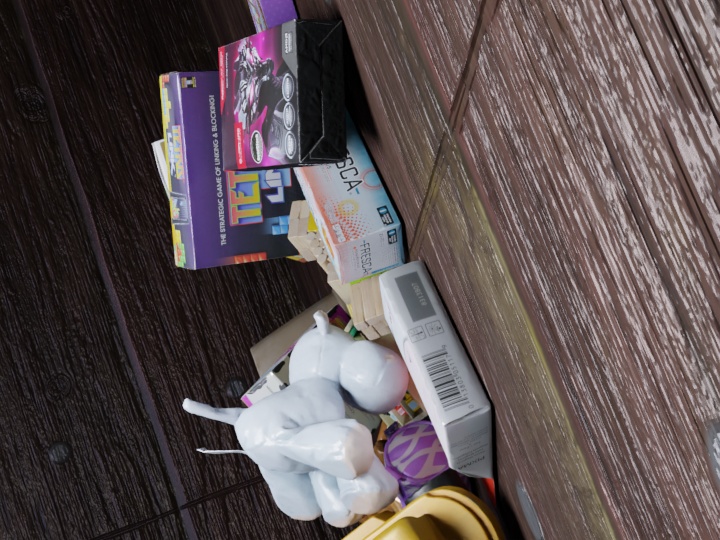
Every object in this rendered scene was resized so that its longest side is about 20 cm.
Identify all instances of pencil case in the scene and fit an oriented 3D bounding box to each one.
[{"bbox_3d":[0.077,0.246,1.241,0.084,0.085,0.200,21,143,38],"label":"pencil case"}]

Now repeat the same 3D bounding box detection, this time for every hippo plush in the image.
[{"bbox_3d":[-0.036,0.142,1.162,0.160,0.199,0.161,82,-152,-47],"label":"hippo plush"}]

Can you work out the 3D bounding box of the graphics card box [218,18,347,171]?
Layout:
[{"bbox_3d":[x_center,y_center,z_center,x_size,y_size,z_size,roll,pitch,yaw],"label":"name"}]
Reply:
[{"bbox_3d":[-0.076,-0.156,1.100,0.200,0.051,0.126,7,99,63],"label":"graphics card box"}]

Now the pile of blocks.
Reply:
[{"bbox_3d":[0.000,-0.005,1.190,0.200,0.082,0.062,51,180,40],"label":"pile of blocks"}]

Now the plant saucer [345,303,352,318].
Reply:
[{"bbox_3d":[0.000,0.000,1.336,0.200,0.048,0.201,80,168,-62],"label":"plant saucer"}]

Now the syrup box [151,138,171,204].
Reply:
[{"bbox_3d":[-0.128,-0.128,1.356,0.079,0.199,0.082,92,157,-72],"label":"syrup box"}]

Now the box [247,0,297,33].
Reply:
[{"bbox_3d":[-0.103,-0.303,1.337,0.137,0.039,0.201,-120,12,-64],"label":"box"}]

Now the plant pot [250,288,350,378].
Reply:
[{"bbox_3d":[-0.050,0.130,1.612,0.200,0.173,0.201,161,90,-83],"label":"plant pot"}]

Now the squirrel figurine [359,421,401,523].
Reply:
[{"bbox_3d":[0.065,0.295,1.449,0.200,0.141,0.187,58,167,-16],"label":"squirrel figurine"}]

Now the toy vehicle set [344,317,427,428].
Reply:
[{"bbox_3d":[0.026,0.112,1.286,0.124,0.026,0.200,51,165,7],"label":"toy vehicle set"}]

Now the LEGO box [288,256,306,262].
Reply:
[{"bbox_3d":[-0.111,-0.103,1.500,0.200,0.077,0.149,17,-131,-65],"label":"LEGO box"}]

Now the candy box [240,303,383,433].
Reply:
[{"bbox_3d":[-0.037,0.141,1.392,0.136,0.061,0.200,48,-151,-1],"label":"candy box"}]

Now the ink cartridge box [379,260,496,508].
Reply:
[{"bbox_3d":[0.070,0.113,1.067,0.200,0.057,0.163,86,164,-53],"label":"ink cartridge box"}]

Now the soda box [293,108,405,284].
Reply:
[{"bbox_3d":[-0.022,-0.087,1.147,0.064,0.068,0.200,81,169,-54],"label":"soda box"}]

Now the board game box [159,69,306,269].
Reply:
[{"bbox_3d":[-0.117,-0.110,1.243,0.057,0.165,0.201,9,106,58],"label":"board game box"}]

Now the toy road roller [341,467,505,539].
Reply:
[{"bbox_3d":[0.037,0.272,1.047,0.123,0.200,0.146,54,-166,14],"label":"toy road roller"}]
